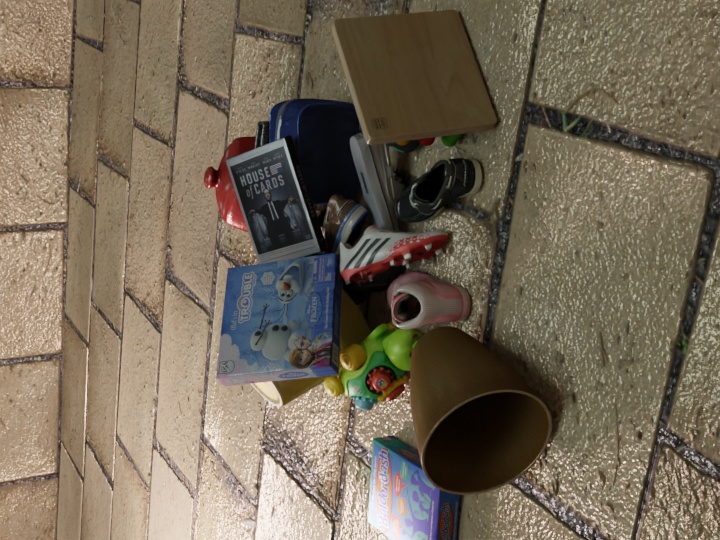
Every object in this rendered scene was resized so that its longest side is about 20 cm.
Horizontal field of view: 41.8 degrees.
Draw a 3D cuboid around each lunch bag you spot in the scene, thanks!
[{"bbox_3d":[-0.085,-0.204,1.681,0.132,0.135,0.203,18,109,56],"label":"lunch bag"}]

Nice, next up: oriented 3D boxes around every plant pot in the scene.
[{"bbox_3d":[-0.110,0.125,1.628,0.200,0.189,0.202,40,156,22],"label":"plant pot"},{"bbox_3d":[0.143,0.175,1.325,0.201,0.184,0.188,-116,36,-52],"label":"plant pot"}]

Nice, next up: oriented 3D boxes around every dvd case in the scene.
[{"bbox_3d":[-0.146,-0.115,1.625,0.149,0.025,0.202,-14,97,38],"label":"dvd case"}]

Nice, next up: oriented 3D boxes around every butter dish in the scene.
[{"bbox_3d":[-0.244,-0.179,1.909,0.200,0.146,0.201,116,150,-42],"label":"butter dish"}]

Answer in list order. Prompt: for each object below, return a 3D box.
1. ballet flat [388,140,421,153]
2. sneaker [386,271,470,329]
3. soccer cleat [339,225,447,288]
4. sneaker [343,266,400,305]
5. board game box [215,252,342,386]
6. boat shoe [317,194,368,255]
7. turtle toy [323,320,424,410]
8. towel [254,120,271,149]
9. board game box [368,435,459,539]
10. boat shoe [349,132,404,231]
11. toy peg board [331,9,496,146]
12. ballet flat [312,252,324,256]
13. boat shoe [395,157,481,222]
[{"bbox_3d":[0.058,-0.289,1.503,0.068,0.068,0.203,-17,78,56],"label":"ballet flat"},{"bbox_3d":[0.074,0.046,1.475,0.200,0.104,0.076,9,102,59],"label":"sneaker"},{"bbox_3d":[0.047,-0.039,1.496,0.199,0.068,0.086,-23,68,31],"label":"soccer cleat"},{"bbox_3d":[0.000,0.000,1.624,0.199,0.075,0.092,-27,64,54],"label":"sneaker"},{"bbox_3d":[-0.130,0.079,1.529,0.197,0.043,0.202,-9,60,17],"label":"board game box"},{"bbox_3d":[-0.039,-0.079,1.628,0.072,0.072,0.200,42,155,4],"label":"boat shoe"},{"bbox_3d":[0.037,0.152,1.528,0.101,0.145,0.201,47,136,17],"label":"turtle toy"},{"bbox_3d":[-0.146,-0.174,1.759,0.034,0.192,0.203,7,97,19],"label":"towel"},{"bbox_3d":[0.084,0.376,1.540,0.199,0.045,0.154,18,108,58],"label":"board game box"},{"bbox_3d":[0.039,-0.135,1.549,0.072,0.065,0.202,-153,43,-69],"label":"boat shoe"},{"bbox_3d":[0.068,-0.265,1.386,0.098,0.197,0.202,117,139,-62],"label":"toy peg board"},{"bbox_3d":[-0.081,-0.047,1.762,0.070,0.069,0.201,63,145,33],"label":"ballet flat"},{"bbox_3d":[0.103,-0.124,1.448,0.200,0.067,0.073,-27,71,58],"label":"boat shoe"}]
